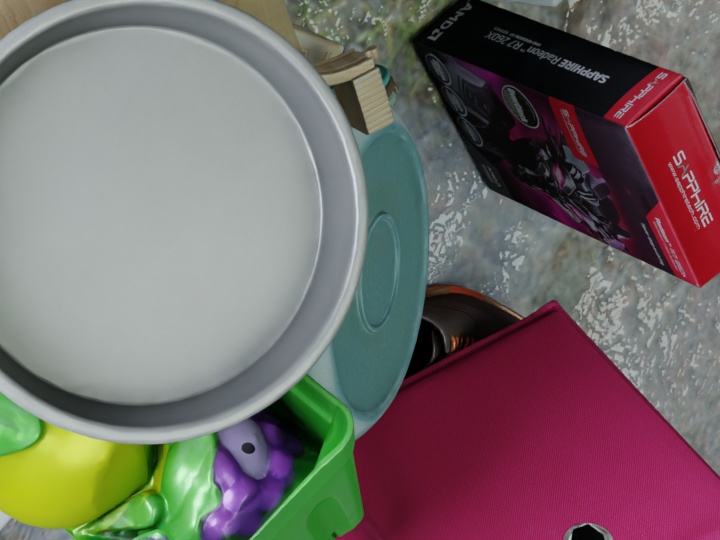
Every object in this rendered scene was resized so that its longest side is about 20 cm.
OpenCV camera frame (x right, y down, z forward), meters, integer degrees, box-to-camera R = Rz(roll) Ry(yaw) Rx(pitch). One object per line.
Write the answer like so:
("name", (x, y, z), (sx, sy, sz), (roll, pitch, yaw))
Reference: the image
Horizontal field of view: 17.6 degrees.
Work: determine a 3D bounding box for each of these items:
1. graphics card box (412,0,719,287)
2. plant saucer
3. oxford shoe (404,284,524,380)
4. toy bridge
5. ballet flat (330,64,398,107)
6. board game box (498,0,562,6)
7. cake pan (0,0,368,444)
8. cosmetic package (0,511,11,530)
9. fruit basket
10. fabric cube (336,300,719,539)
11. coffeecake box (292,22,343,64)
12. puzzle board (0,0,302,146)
("graphics card box", (0.125, -0.077, 1.329), (0.051, 0.200, 0.126), (-41, 128, -14))
("plant saucer", (0.000, 0.000, 1.245), (0.200, 0.027, 0.200), (5, 90, -71))
("oxford shoe", (0.040, 0.049, 1.402), (0.200, 0.073, 0.071), (7, 105, -37))
("toy bridge", (-0.074, -0.059, 1.087), (0.200, 0.027, 0.067), (-30, 122, -19))
("ballet flat", (-0.040, -0.052, 1.275), (0.200, 0.069, 0.071), (-37, 121, -52))
("board game box", (0.127, -0.263, 1.312), (0.200, 0.064, 0.148), (-43, 128, -33))
("cake pan", (-0.097, -0.024, 1.037), (0.200, 0.037, 0.201), (0, 92, -16))
("cosmetic package", (-0.173, 0.034, 1.249), (0.200, 0.074, 0.102), (-45, 127, -9))
("fruit basket", (-0.117, 0.071, 1.128), (0.156, 0.216, 0.216), (-45, 128, -10))
("fabric cube", (0.091, 0.177, 1.373), (0.196, 0.199, 0.200), (-26, 145, -23))
("coffeecake box", (-0.136, -0.126, 1.154), (0.200, 0.153, 0.073), (18, 98, -39))
("puzzle board", (-0.116, -0.140, 1.054), (0.151, 0.017, 0.200), (-32, 123, -20))
